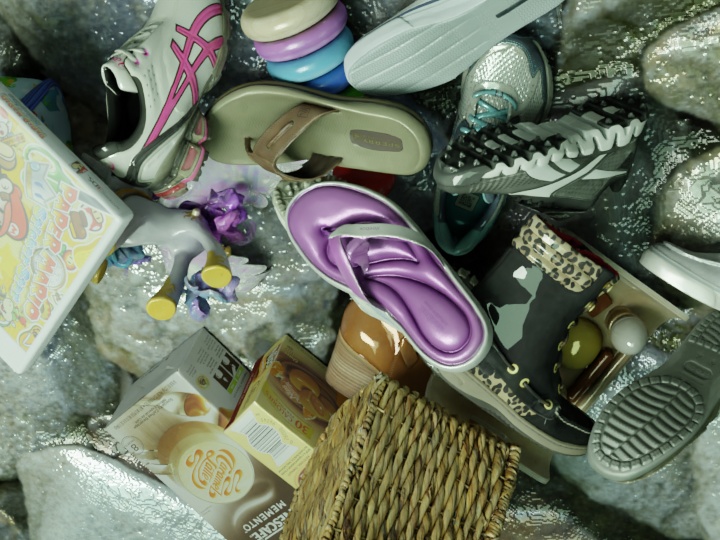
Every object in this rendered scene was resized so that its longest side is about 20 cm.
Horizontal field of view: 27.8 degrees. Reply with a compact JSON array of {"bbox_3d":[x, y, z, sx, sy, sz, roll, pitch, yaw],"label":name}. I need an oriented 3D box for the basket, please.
[{"bbox_3d":[0.024,0.216,1.220,0.149,0.200,0.143,29,142,-12],"label":"basket"}]

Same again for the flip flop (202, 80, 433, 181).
[{"bbox_3d":[-0.041,-0.101,1.159,0.200,0.058,0.081,9,137,20],"label":"flip flop"}]

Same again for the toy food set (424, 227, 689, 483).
[{"bbox_3d":[0.168,0.076,1.256,0.143,0.060,0.200,33,104,-18],"label":"toy food set"}]

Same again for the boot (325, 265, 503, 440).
[{"bbox_3d":[0.080,0.073,1.313,0.200,0.077,0.155,29,118,5],"label":"boot"}]

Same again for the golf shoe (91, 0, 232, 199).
[{"bbox_3d":[-0.159,-0.163,1.159,0.073,0.200,0.092,-9,157,41],"label":"golf shoe"}]

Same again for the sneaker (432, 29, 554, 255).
[{"bbox_3d":[0.107,-0.098,1.189,0.078,0.086,0.200,15,122,4],"label":"sneaker"}]

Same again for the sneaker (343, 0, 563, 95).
[{"bbox_3d":[0.075,-0.206,1.143,0.200,0.071,0.073,-25,137,16],"label":"sneaker"}]

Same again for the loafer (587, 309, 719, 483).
[{"bbox_3d":[0.271,0.117,1.231,0.075,0.200,0.070,37,154,34],"label":"loafer"}]

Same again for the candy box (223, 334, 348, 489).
[{"bbox_3d":[-0.022,0.164,1.356,0.200,0.115,0.055,40,122,-11],"label":"candy box"}]

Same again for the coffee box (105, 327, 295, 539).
[{"bbox_3d":[-0.129,0.170,1.406,0.200,0.080,0.114,44,120,-13],"label":"coffee box"}]

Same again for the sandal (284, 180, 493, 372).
[{"bbox_3d":[0.022,-0.004,1.123,0.203,0.050,0.082,39,93,18],"label":"sandal"}]

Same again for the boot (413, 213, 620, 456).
[{"bbox_3d":[0.155,0.055,1.179,0.200,0.073,0.151,33,101,-27],"label":"boot"}]

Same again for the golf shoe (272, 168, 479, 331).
[{"bbox_3d":[0.000,0.000,1.225,0.200,0.078,0.097,39,147,0],"label":"golf shoe"}]

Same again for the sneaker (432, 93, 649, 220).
[{"bbox_3d":[0.145,-0.075,1.147,0.066,0.200,0.091,35,134,48],"label":"sneaker"}]

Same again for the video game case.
[{"bbox_3d":[-0.290,-0.040,1.152,0.182,0.023,0.200,44,125,5],"label":"video game case"}]

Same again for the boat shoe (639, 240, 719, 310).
[{"bbox_3d":[0.335,0.009,1.212,0.200,0.072,0.069,23,101,7],"label":"boat shoe"}]

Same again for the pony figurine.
[{"bbox_3d":[-0.153,-0.037,1.247,0.193,0.200,0.167,15,118,-13],"label":"pony figurine"}]

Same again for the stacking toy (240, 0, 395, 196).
[{"bbox_3d":[-0.021,-0.141,1.206,0.085,0.085,0.200,-15,121,21],"label":"stacking toy"}]

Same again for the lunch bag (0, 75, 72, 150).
[{"bbox_3d":[-0.307,-0.057,1.269,0.082,0.161,0.200,6,120,10],"label":"lunch bag"}]
